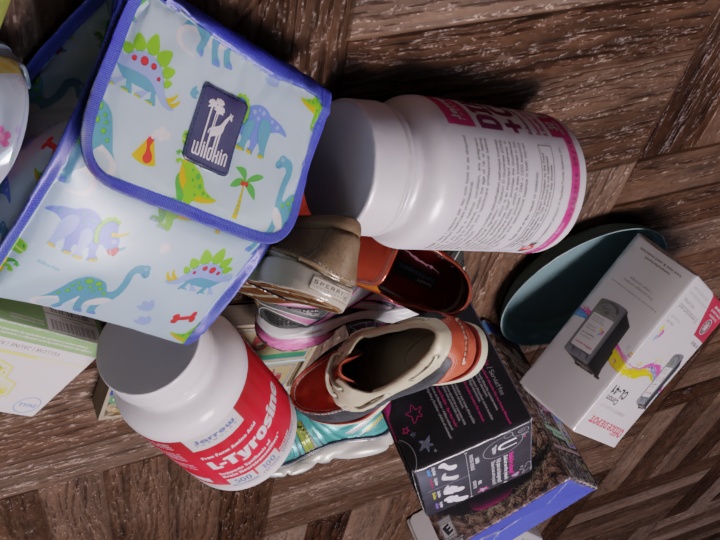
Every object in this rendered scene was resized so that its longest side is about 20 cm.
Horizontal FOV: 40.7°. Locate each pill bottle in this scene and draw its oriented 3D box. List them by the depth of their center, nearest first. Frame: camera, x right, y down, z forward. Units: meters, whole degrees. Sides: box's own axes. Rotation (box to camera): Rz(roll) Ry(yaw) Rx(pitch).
[{"bbox_3d":[0.064,-0.071,0.732,0.199,0.114,0.113,0,140,-36],"label":"pill bottle"},{"bbox_3d":[-0.132,0.100,0.797,0.112,0.113,0.200,-26,148,1],"label":"pill bottle"}]

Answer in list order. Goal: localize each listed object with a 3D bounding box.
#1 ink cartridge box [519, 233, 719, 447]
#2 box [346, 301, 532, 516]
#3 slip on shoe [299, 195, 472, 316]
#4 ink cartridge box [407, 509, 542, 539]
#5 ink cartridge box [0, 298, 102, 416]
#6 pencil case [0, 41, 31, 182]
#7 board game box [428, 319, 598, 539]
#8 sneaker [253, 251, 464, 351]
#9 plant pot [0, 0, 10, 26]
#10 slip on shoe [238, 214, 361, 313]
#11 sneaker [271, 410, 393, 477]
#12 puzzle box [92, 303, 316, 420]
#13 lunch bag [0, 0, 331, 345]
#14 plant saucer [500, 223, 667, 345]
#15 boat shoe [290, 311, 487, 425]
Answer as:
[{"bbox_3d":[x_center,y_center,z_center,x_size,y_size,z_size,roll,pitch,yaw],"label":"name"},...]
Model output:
[{"bbox_3d":[0.282,0.080,1.032,0.200,0.086,0.147,-54,145,6],"label":"ink cartridge box"},{"bbox_3d":[0.068,0.099,0.899,0.114,0.201,0.132,-22,148,-3],"label":"box"},{"bbox_3d":[0.005,-0.015,0.765,0.199,0.061,0.074,26,88,-19],"label":"slip on shoe"},{"bbox_3d":[0.185,0.414,1.549,0.145,0.084,0.200,-33,147,12],"label":"ink cartridge box"},{"bbox_3d":[-0.319,0.087,0.758,0.200,0.048,0.145,-41,146,19],"label":"ink cartridge box"},{"bbox_3d":[-0.274,-0.095,0.491,0.199,0.083,0.091,11,96,-43],"label":"pencil case"},{"bbox_3d":[0.135,0.187,1.073,0.159,0.200,0.097,-36,148,15],"label":"board game box"},{"bbox_3d":[0.000,0.000,0.830,0.199,0.080,0.087,-24,138,-14],"label":"sneaker"},{"bbox_3d":[-0.216,-0.107,0.362,0.200,0.200,0.185,1,123,-36],"label":"plant pot"},{"bbox_3d":[-0.071,-0.014,0.700,0.076,0.200,0.061,25,80,-33],"label":"slip on shoe"},{"bbox_3d":[-0.059,0.164,1.047,0.199,0.078,0.080,-13,116,-11],"label":"sneaker"},{"bbox_3d":[-0.136,0.082,0.897,0.199,0.025,0.133,-4,141,-31],"label":"puzzle box"},{"bbox_3d":[-0.131,-0.066,0.606,0.170,0.128,0.200,22,113,-47],"label":"lunch bag"},{"bbox_3d":[0.237,0.012,1.057,0.199,0.027,0.200,-19,147,-12],"label":"plant saucer"},{"bbox_3d":[0.009,0.081,0.796,0.200,0.072,0.062,-22,159,38],"label":"boat shoe"}]
